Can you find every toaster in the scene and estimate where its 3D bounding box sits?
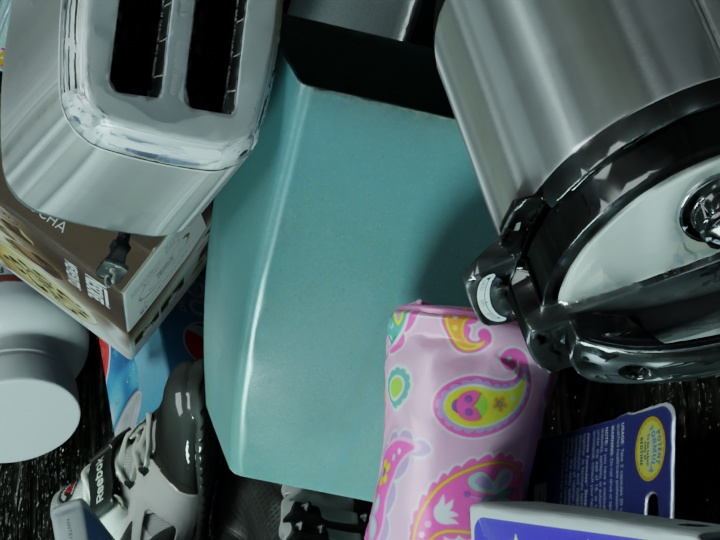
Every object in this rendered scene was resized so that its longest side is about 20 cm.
[{"bbox_3d":[-0.102,-0.103,1.353,0.129,0.113,0.201,143,137,-66],"label":"toaster"}]

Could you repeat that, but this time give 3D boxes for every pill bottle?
[{"bbox_3d":[-0.231,0.017,1.827,0.112,0.112,0.200,-51,39,38],"label":"pill bottle"}]

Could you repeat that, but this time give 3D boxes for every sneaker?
[{"bbox_3d":[-0.121,0.123,1.543,0.074,0.088,0.200,-80,2,-49],"label":"sneaker"},{"bbox_3d":[-0.033,0.139,1.489,0.091,0.066,0.200,-62,29,31],"label":"sneaker"}]

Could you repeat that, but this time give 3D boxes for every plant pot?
[{"bbox_3d":[0.000,0.000,1.391,0.141,0.141,0.201,-120,43,-68],"label":"plant pot"}]

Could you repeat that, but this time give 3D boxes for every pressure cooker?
[{"bbox_3d":[0.129,-0.049,1.156,0.176,0.178,0.200,-50,45,37],"label":"pressure cooker"}]

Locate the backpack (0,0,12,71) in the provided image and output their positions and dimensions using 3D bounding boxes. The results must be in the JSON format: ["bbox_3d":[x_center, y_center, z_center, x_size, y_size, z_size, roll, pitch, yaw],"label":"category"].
[{"bbox_3d":[-0.112,-0.176,1.633,0.200,0.153,0.176,-51,13,35],"label":"backpack"}]

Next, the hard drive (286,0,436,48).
[{"bbox_3d":[-0.017,-0.070,1.567,0.140,0.033,0.201,34,108,59],"label":"hard drive"}]

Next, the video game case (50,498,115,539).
[{"bbox_3d":[-0.099,0.238,1.469,0.022,0.200,0.182,-20,52,7],"label":"video game case"}]

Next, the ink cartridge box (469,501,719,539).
[{"bbox_3d":[0.119,0.198,1.176,0.200,0.043,0.199,2,96,59],"label":"ink cartridge box"}]

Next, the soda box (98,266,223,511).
[{"bbox_3d":[-0.107,0.035,1.653,0.068,0.064,0.200,-51,39,39],"label":"soda box"}]

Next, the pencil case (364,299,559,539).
[{"bbox_3d":[0.035,0.115,1.291,0.087,0.087,0.201,5,84,60],"label":"pencil case"}]

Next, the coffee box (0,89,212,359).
[{"bbox_3d":[-0.142,-0.031,1.511,0.080,0.113,0.200,-53,-3,-11],"label":"coffee box"}]

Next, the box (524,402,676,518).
[{"bbox_3d":[0.091,0.135,1.305,0.200,0.032,0.122,-22,61,57],"label":"box"}]
